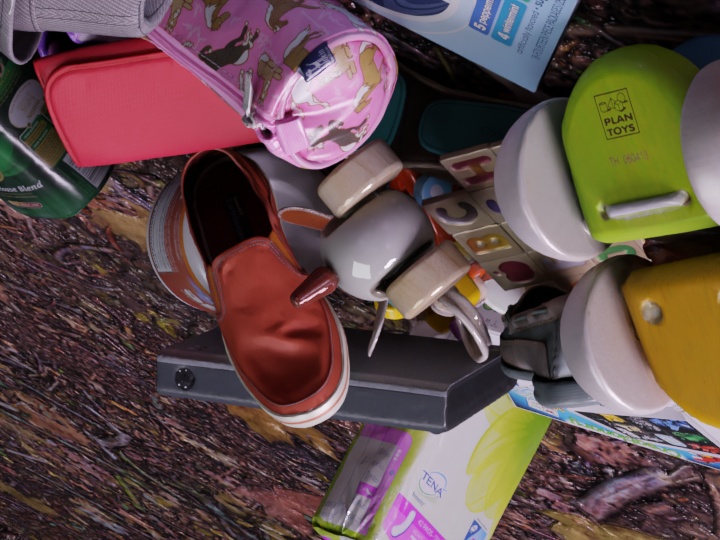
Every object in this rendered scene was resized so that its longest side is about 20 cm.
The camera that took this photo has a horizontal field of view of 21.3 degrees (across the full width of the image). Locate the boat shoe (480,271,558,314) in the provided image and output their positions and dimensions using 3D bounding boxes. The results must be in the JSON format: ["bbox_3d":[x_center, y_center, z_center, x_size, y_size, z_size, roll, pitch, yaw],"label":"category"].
[{"bbox_3d":[0.139,0.018,1.241,0.075,0.069,0.200,38,158,-26],"label":"boat shoe"}]

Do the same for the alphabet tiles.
[{"bbox_3d":[0.144,-0.033,1.097,0.199,0.006,0.166,-13,142,32],"label":"alphabet tiles"}]

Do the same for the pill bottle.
[{"bbox_3d":[-0.089,-0.025,1.349,0.112,0.113,0.200,33,171,-14],"label":"pill bottle"}]

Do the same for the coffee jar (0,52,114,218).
[{"bbox_3d":[-0.276,-0.125,1.406,0.104,0.086,0.200,8,151,43],"label":"coffee jar"}]

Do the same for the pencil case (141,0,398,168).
[{"bbox_3d":[-0.072,-0.136,1.036,0.200,0.083,0.086,40,-164,33],"label":"pencil case"}]

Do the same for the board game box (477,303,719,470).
[{"bbox_3d":[0.185,0.083,1.385,0.199,0.035,0.126,16,156,30],"label":"board game box"}]

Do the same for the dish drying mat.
[{"bbox_3d":[-0.098,-0.105,1.123,0.199,0.018,0.077,-6,120,26],"label":"dish drying mat"}]

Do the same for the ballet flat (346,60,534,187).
[{"bbox_3d":[0.033,-0.084,1.145,0.199,0.070,0.070,21,159,17],"label":"ballet flat"}]

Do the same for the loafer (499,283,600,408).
[{"bbox_3d":[0.119,0.033,1.111,0.071,0.063,0.200,-9,-174,-2],"label":"loafer"}]

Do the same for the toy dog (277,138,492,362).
[{"bbox_3d":[0.000,0.000,1.134,0.132,0.096,0.200,54,174,24],"label":"toy dog"}]

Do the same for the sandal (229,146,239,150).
[{"bbox_3d":[-0.100,-0.115,1.201,0.054,0.081,0.200,-14,171,-15],"label":"sandal"}]

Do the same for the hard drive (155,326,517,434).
[{"bbox_3d":[-0.012,0.065,1.239,0.199,0.033,0.139,6,-169,22],"label":"hard drive"}]

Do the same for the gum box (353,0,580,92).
[{"bbox_3d":[0.022,-0.183,0.942,0.199,0.045,0.170,27,161,3],"label":"gum box"}]

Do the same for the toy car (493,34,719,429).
[{"bbox_3d":[0.179,-0.029,0.955,0.175,0.150,0.201,-11,108,49],"label":"toy car"}]

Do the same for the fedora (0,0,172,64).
[{"bbox_3d":[-0.121,-0.191,0.928,0.090,0.201,0.177,11,149,-2],"label":"fedora"}]

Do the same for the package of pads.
[{"bbox_3d":[0.057,0.151,1.476,0.068,0.201,0.155,14,156,37],"label":"package of pads"}]

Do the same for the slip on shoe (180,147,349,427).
[{"bbox_3d":[-0.064,0.007,1.173,0.201,0.074,0.061,68,-169,26],"label":"slip on shoe"}]

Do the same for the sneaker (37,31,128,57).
[{"bbox_3d":[-0.165,-0.144,1.216,0.080,0.089,0.200,23,160,10],"label":"sneaker"}]

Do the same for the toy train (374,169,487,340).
[{"bbox_3d":[0.035,-0.031,1.290,0.151,0.055,0.200,63,160,-14],"label":"toy train"}]
